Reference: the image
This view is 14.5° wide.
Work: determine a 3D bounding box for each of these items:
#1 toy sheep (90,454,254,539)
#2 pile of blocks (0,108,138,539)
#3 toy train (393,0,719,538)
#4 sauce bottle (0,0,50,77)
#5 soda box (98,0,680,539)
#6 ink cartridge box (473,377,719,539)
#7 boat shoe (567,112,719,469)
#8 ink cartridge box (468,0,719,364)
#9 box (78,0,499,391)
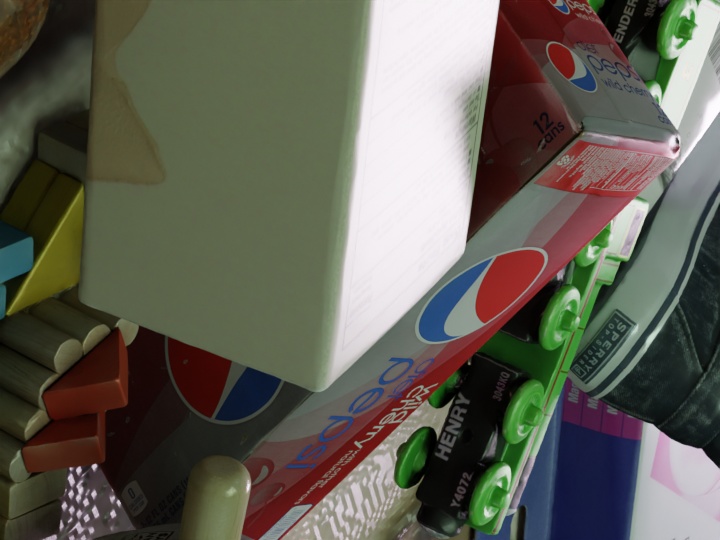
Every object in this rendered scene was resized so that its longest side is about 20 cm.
[{"bbox_3d":[-0.050,0.142,0.824,0.138,0.138,0.201,-15,125,-48],"label":"toy sheep"},{"bbox_3d":[-0.110,0.047,0.815,0.082,0.062,0.200,31,84,-55],"label":"pile of blocks"},{"bbox_3d":[0.065,-0.006,0.916,0.056,0.042,0.200,10,103,-65],"label":"toy train"},{"bbox_3d":[-0.119,-0.055,0.678,0.200,0.066,0.066,-48,142,-30],"label":"sauce bottle"},{"bbox_3d":[0.000,0.000,0.850,0.200,0.070,0.063,-44,153,25],"label":"soda box"},{"bbox_3d":[0.123,0.098,1.166,0.200,0.043,0.197,-28,131,-43],"label":"ink cartridge box"},{"bbox_3d":[0.134,0.009,1.031,0.071,0.091,0.200,-50,-176,32],"label":"boat shoe"},{"bbox_3d":[0.064,-0.068,0.966,0.200,0.067,0.116,-53,143,-17],"label":"ink cartridge box"},{"bbox_3d":[-0.013,-0.081,0.717,0.095,0.078,0.200,-43,146,-53],"label":"box"}]
